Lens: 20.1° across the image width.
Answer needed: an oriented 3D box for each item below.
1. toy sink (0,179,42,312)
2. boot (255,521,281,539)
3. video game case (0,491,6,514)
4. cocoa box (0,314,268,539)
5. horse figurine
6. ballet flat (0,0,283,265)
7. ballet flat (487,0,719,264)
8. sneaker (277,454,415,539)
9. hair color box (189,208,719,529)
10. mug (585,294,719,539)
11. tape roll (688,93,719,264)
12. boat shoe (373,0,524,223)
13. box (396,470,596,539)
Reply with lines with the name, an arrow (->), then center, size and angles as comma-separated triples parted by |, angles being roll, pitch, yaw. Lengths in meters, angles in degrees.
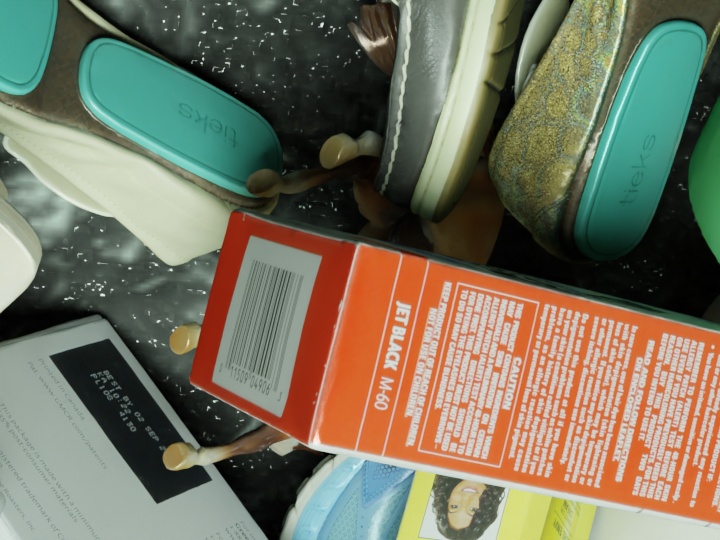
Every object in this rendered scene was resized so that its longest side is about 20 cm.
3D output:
toy sink -> -0.202, -0.015, 0.671 | 0.130, 0.112, 0.200 | 40, 118, -20
boot -> -0.020, 0.191, 0.880 | 0.199, 0.072, 0.167 | 13, 118, -25
video game case -> -0.241, 0.084, 0.653 | 0.199, 0.022, 0.182 | 32, 120, -11
cocoa box -> -0.110, 0.140, 0.735 | 0.131, 0.133, 0.200 | -43, 78, 25
horse figurine -> 0.000, 0.000, 0.732 | 0.132, 0.050, 0.201 | -1, 124, -49
ballet flat -> -0.114, -0.065, 0.686 | 0.069, 0.070, 0.200 | -40, 122, 22
ballet flat -> 0.096, -0.099, 0.673 | 0.070, 0.071, 0.201 | 16, 111, -18
sneaker -> 0.011, 0.156, 0.799 | 0.078, 0.090, 0.201 | 3, 110, -36
hair color box -> 0.060, 0.035, 0.642 | 0.199, 0.111, 0.064 | 15, 90, -24
mug -> 0.180, 0.091, 0.779 | 0.186, 0.149, 0.154 | 26, 114, 7
tape roll -> 0.208, -0.015, 0.666 | 0.199, 0.201, 0.048 | 11, 126, -14
boat shoe -> 0.025, -0.118, 0.637 | 0.066, 0.072, 0.202 | 13, 103, 6
box -> 0.044, 0.114, 0.731 | 0.050, 0.201, 0.075 | 4, 150, 26
